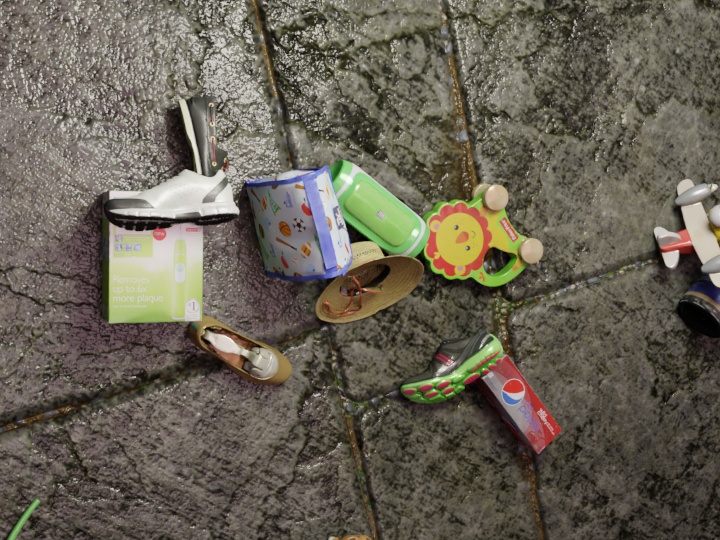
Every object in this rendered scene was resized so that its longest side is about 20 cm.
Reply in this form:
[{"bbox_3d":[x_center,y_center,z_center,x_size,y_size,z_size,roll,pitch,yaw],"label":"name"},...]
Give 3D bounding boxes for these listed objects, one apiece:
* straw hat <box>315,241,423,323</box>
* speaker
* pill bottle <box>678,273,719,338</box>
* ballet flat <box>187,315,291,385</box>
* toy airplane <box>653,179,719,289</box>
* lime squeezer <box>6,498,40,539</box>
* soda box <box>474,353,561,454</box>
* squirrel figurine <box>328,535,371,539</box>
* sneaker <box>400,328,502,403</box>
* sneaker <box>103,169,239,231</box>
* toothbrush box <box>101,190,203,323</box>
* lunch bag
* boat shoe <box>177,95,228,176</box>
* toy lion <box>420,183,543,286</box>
[{"bbox_3d":[0.000,0.000,1.544,0.200,0.201,0.085,-10,59,-22],"label":"straw hat"},{"bbox_3d":[0.023,-0.101,1.558,0.200,0.088,0.089,37,80,-21],"label":"speaker"},{"bbox_3d":[0.753,0.034,1.859,0.200,0.112,0.112,-44,109,-14],"label":"pill bottle"},{"bbox_3d":[-0.194,0.140,1.498,0.199,0.063,0.069,28,84,-22],"label":"ballet flat"},{"bbox_3d":[0.676,-0.077,1.779,0.200,0.141,0.199,34,64,21],"label":"toy airplane"},{"bbox_3d":[-0.535,0.453,1.395,0.070,0.038,0.201,5,91,-23],"label":"lime squeezer"},{"bbox_3d":[0.289,0.245,1.708,0.070,0.063,0.200,-42,109,-14],"label":"soda box"},{"bbox_3d":[-0.044,0.545,1.551,0.141,0.187,0.200,30,120,-6],"label":"squirrel figurine"},{"bbox_3d":[0.161,0.174,1.651,0.199,0.084,0.077,-27,137,-4],"label":"sneaker"},{"bbox_3d":[-0.283,-0.106,1.356,0.199,0.074,0.081,-6,80,-28],"label":"sneaker"},{"bbox_3d":[-0.325,-0.022,1.419,0.145,0.086,0.201,1,93,-23],"label":"toothbrush box"},{"bbox_3d":[-0.089,-0.075,1.450,0.123,0.200,0.171,-18,100,-20],"label":"lunch bag"},{"bbox_3d":[-0.239,-0.177,1.447,0.063,0.074,0.203,-12,95,-14],"label":"boat shoe"},{"bbox_3d":[0.207,-0.050,1.657,0.191,0.069,0.200,-40,108,-8],"label":"toy lion"}]
